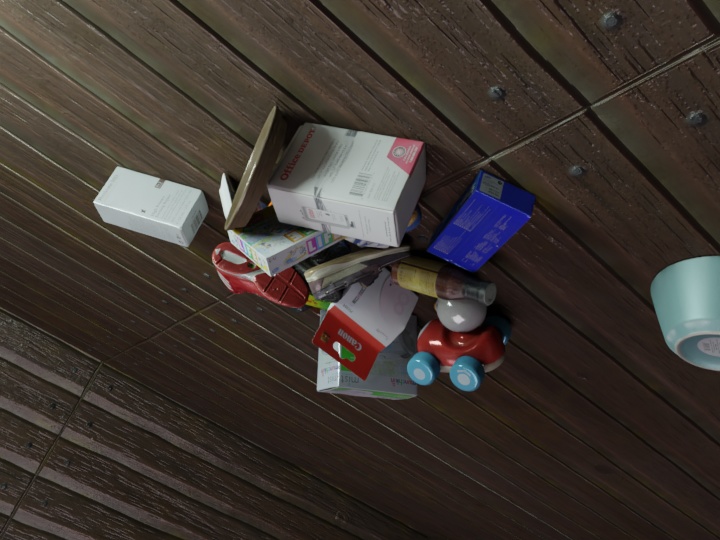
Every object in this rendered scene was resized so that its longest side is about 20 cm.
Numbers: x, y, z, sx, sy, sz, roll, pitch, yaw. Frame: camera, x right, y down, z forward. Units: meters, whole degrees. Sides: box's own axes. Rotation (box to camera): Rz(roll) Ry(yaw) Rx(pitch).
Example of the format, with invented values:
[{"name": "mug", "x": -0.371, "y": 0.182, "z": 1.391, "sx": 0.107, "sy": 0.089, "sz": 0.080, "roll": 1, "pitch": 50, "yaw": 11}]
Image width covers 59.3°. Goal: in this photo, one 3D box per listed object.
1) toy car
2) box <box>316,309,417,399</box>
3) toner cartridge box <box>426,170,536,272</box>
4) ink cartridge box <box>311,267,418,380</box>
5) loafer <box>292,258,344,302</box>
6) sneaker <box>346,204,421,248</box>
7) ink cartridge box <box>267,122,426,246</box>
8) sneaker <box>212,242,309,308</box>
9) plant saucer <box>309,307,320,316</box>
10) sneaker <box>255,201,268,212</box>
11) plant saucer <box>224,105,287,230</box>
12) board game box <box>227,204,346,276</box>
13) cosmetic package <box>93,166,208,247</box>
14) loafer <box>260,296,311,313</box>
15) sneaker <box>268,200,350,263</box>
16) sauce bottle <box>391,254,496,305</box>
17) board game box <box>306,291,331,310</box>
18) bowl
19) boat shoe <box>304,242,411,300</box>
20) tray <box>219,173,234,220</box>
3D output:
[{"name": "toy car", "x": 0.179, "y": 0.091, "z": 1.207, "sx": 0.176, "sy": 0.184, "sz": 0.202, "roll": 1, "pitch": 116, "yaw": 35}, {"name": "box", "x": 0.015, "y": 0.175, "z": 1.342, "sx": 0.199, "sy": 0.178, "sz": 0.096, "roll": 14, "pitch": 157, "yaw": -30}, {"name": "toner cartridge box", "x": 0.186, "y": -0.072, "z": 1.008, "sx": 0.094, "sy": 0.043, "sz": 0.200, "roll": 25, "pitch": 151, "yaw": -5}, {"name": "ink cartridge box", "x": 0.015, "y": 0.092, "z": 1.238, "sx": 0.162, "sy": 0.201, "sz": 0.057, "roll": 40, "pitch": 151, "yaw": -31}, {"name": "loafer", "x": -0.095, "y": -0.012, "z": 1.224, "sx": 0.199, "sy": 0.071, "sz": 0.073, "roll": 34, "pitch": 156, "yaw": 34}, {"name": "sneaker", "x": 0.042, "y": -0.081, "z": 1.078, "sx": 0.088, "sy": 0.076, "sz": 0.199, "roll": 33, "pitch": 159, "yaw": -35}, {"name": "ink cartridge box", "x": -0.016, "y": -0.132, "z": 0.940, "sx": 0.198, "sy": 0.147, "sz": 0.083, "roll": 13, "pitch": 146, "yaw": 18}, {"name": "sneaker", "x": -0.193, "y": 0.020, "z": 1.233, "sx": 0.199, "sy": 0.079, "sz": 0.116, "roll": 32, "pitch": 159, "yaw": 1}, {"name": "plant saucer", "x": -0.062, "y": 0.069, "z": 1.427, "sx": 0.199, "sy": 0.035, "sz": 0.201, "roll": 17, "pitch": 152, "yaw": 10}, {"name": "sneaker", "x": -0.179, "y": -0.068, "z": 1.149, "sx": 0.077, "sy": 0.079, "sz": 0.200, "roll": -26, "pitch": 165, "yaw": 10}, {"name": "plant saucer", "x": -0.156, "y": -0.150, "z": 0.955, "sx": 0.029, "sy": 0.202, "sz": 0.200, "roll": 22, "pitch": 152, "yaw": -16}, {"name": "board game box", "x": -0.093, "y": -0.074, "z": 1.000, "sx": 0.134, "sy": 0.199, "sz": 0.034, "roll": 34, "pitch": 143, "yaw": 44}, {"name": "cosmetic package", "x": -0.419, "y": -0.129, "z": 1.274, "sx": 0.198, "sy": 0.102, "sz": 0.074, "roll": 16, "pitch": 150, "yaw": 9}, {"name": "loafer", "x": -0.175, "y": 0.033, "z": 1.398, "sx": 0.200, "sy": 0.068, "sz": 0.071, "roll": 19, "pitch": 126, "yaw": 46}, {"name": "sneaker", "x": -0.083, "y": -0.084, "z": 1.143, "sx": 0.075, "sy": 0.079, "sz": 0.200, "roll": -19, "pitch": 136, "yaw": 30}, {"name": "sauce bottle", "x": 0.146, "y": 0.020, "z": 1.124, "sx": 0.199, "sy": 0.066, "sz": 0.066, "roll": 19, "pitch": 156, "yaw": 41}, {"name": "board game box", "x": -0.111, "y": 0.013, "z": 1.296, "sx": 0.198, "sy": 0.102, "sz": 0.048, "roll": 13, "pitch": 149, "yaw": 16}, {"name": "bowl", "x": 0.540, "y": 0.079, "z": 0.953, "sx": 0.199, "sy": 0.106, "sz": 0.201, "roll": 17, "pitch": 152, "yaw": 9}, {"name": "boat shoe", "x": 0.000, "y": 0.000, "z": 1.136, "sx": 0.072, "sy": 0.198, "sz": 0.065, "roll": -157, "pitch": 51, "yaw": -76}, {"name": "tray", "x": -0.236, "y": -0.084, "z": 1.224, "sx": 0.022, "sy": 0.108, "sz": 0.201, "roll": -16, "pitch": 147, "yaw": -4}]
